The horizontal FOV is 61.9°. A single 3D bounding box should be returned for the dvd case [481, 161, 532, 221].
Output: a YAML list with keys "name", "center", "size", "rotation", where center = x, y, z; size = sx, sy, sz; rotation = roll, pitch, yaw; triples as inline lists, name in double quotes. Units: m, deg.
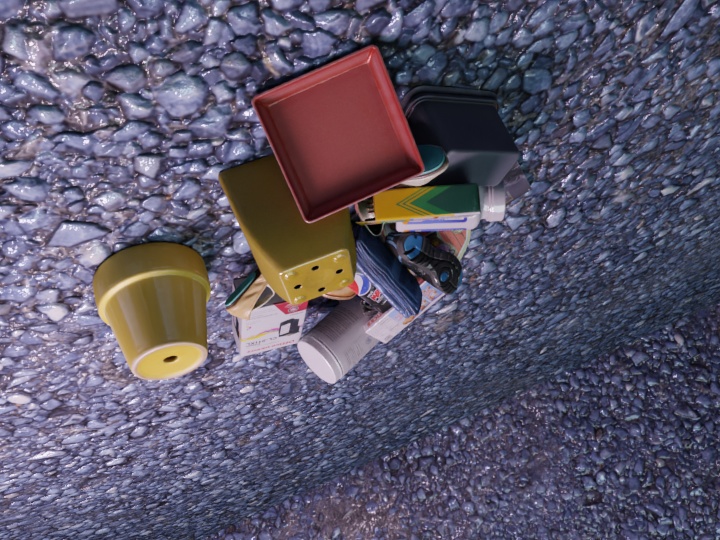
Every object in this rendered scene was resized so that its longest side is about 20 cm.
- name: "dvd case"
  center: [0.270, -0.157, 1.314]
  size: [0.200, 0.016, 0.149]
  rotation: [-33, 150, 15]

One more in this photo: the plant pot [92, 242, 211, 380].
- name: "plant pot"
  center: [-0.357, 0.083, 1.071]
  size: [0.200, 0.189, 0.201]
  rotation: [-18, 151, -10]

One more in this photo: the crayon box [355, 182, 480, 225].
- name: "crayon box"
  center: [0.093, -0.110, 1.007]
  size: [0.199, 0.052, 0.126]
  rotation: [-5, -178, 4]

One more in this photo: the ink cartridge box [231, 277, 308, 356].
- name: "ink cartridge box"
  center: [-0.200, 0.094, 1.310]
  size: [0.145, 0.083, 0.200]
  rotation: [-12, 148, -20]

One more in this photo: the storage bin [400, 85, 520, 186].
- name: "storage bin"
  center: [0.163, -0.211, 1.028]
  size: [0.199, 0.135, 0.146]
  rotation: [-4, 145, -30]

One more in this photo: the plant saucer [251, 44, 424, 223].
- name: "plant saucer"
  center: [-0.031, -0.201, 0.897]
  size: [0.199, 0.200, 0.037]
  rotation: [-24, -167, -1]

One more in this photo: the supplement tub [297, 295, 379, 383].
- name: "supplement tub"
  center: [-0.035, 0.152, 1.409]
  size: [0.200, 0.132, 0.132]
  rotation: [-40, 158, -26]

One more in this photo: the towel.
- name: "towel"
  center: [0.050, -0.004, 1.190]
  size: [0.048, 0.112, 0.200]
  rotation: [-36, 106, 26]

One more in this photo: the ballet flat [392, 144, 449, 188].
- name: "ballet flat"
  center: [0.061, -0.161, 0.976]
  size: [0.199, 0.068, 0.062]
  rotation: [0, 157, 33]

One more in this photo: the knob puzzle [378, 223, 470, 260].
- name: "knob puzzle"
  center: [0.138, -0.073, 1.219]
  size: [0.219, 0.030, 0.220]
  rotation: [0, 114, -1]

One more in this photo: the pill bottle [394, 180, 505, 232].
- name: "pill bottle"
  center: [0.164, -0.131, 1.123]
  size: [0.199, 0.112, 0.112]
  rotation: [-2, 150, 2]

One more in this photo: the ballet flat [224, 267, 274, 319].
- name: "ballet flat"
  center: [-0.181, 0.012, 1.165]
  size: [0.063, 0.069, 0.200]
  rotation: [38, 98, -21]

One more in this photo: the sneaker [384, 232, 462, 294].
- name: "sneaker"
  center: [0.131, -0.021, 1.198]
  size: [0.200, 0.082, 0.073]
  rotation: [39, 78, -35]

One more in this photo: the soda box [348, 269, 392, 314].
- name: "soda box"
  center: [0.000, 0.000, 1.229]
  size: [0.063, 0.071, 0.200]
  rotation: [-37, 118, 26]

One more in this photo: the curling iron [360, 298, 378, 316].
- name: "curling iron"
  center: [-0.017, 0.036, 1.279]
  size: [0.050, 0.026, 0.200]
  rotation: [-36, 127, 12]

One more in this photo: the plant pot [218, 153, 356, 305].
- name: "plant pot"
  center: [-0.100, -0.064, 1.009]
  size: [0.194, 0.200, 0.196]
  rotation: [-20, 150, -6]

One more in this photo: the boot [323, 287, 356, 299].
- name: "boot"
  center: [-0.002, -0.019, 1.299]
  size: [0.199, 0.074, 0.155]
  rotation: [-12, 141, -16]

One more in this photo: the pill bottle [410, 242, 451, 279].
- name: "pill bottle"
  center: [0.163, -0.027, 1.348]
  size: [0.112, 0.112, 0.200]
  rotation: [-13, 149, -20]

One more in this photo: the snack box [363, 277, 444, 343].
- name: "snack box"
  center: [0.101, 0.084, 1.333]
  size: [0.200, 0.024, 0.072]
  rotation: [-42, 129, 20]

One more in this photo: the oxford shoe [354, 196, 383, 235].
- name: "oxford shoe"
  center: [0.022, -0.140, 1.099]
  size: [0.071, 0.074, 0.200]
  rotation: [-20, 150, -2]
